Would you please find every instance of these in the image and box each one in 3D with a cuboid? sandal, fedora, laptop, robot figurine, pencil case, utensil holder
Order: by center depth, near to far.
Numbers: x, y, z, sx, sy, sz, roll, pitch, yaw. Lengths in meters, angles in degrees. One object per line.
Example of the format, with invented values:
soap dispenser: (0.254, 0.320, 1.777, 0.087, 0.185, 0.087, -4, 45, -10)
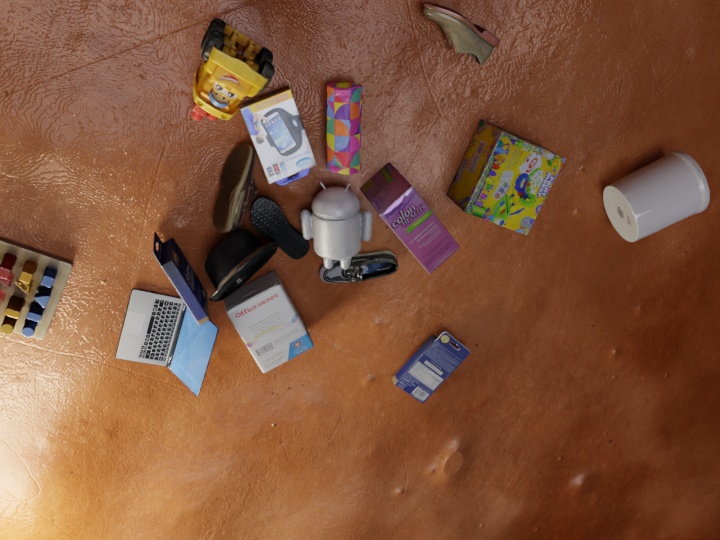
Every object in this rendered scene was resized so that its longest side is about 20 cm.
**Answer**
pencil case: (-0.035, -0.310, 1.452, 0.087, 0.089, 0.203, -5, 118, -14)
fedora: (-0.283, -0.022, 1.491, 0.200, 0.201, 0.092, -42, 90, 6)
robot figurine: (-0.054, -0.105, 1.525, 0.166, 0.113, 0.203, -1, 116, 2)
sandal: (-0.193, -0.099, 1.531, 0.075, 0.048, 0.201, -36, 132, 3)
laptop: (-0.451, 0.167, 1.537, 0.197, 0.116, 0.190, 13, 110, -22)
utensil holder: (0.750, -0.187, 1.699, 0.197, 0.171, 0.172, -25, 120, 0)

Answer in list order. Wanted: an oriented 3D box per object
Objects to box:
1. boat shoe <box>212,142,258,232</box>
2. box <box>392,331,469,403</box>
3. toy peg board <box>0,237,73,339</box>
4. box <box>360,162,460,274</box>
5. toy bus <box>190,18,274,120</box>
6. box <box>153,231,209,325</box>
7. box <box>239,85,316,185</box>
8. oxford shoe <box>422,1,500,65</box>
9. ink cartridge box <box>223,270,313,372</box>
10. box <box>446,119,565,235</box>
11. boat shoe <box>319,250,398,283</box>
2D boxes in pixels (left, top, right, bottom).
boat shoe: (-0.264, -0.179, 1.462, 0.071, 0.072, 0.203, 1, 110, -51)
box: (0.195, 0.259, 1.815, 0.121, 0.032, 0.200, 37, 102, -28)
toy peg board: (-0.746, 0.054, 1.404, 0.197, 0.098, 0.202, 22, 108, -24)
box: (0.113, -0.123, 1.530, 0.096, 0.176, 0.200, -40, 119, 6)
toy bus: (-0.270, -0.364, 1.293, 0.134, 0.201, 0.193, 27, 113, -25)
box: (-0.396, 0.011, 1.474, 0.032, 0.121, 0.202, -26, 120, -1)
box: (-0.174, -0.282, 1.445, 0.117, 0.042, 0.202, -22, 117, -5)
oxford shoe: (0.210, -0.510, 1.434, 0.198, 0.071, 0.075, 21, 113, -23)
ink cartridge box: (-0.221, 0.123, 1.603, 0.143, 0.085, 0.202, -27, 121, -3)
box: (0.344, -0.221, 1.583, 0.190, 0.122, 0.202, 17, 109, -23)
boat shoe: (0.000, 0.000, 1.619, 0.196, 0.066, 0.071, -8, 117, -13)
